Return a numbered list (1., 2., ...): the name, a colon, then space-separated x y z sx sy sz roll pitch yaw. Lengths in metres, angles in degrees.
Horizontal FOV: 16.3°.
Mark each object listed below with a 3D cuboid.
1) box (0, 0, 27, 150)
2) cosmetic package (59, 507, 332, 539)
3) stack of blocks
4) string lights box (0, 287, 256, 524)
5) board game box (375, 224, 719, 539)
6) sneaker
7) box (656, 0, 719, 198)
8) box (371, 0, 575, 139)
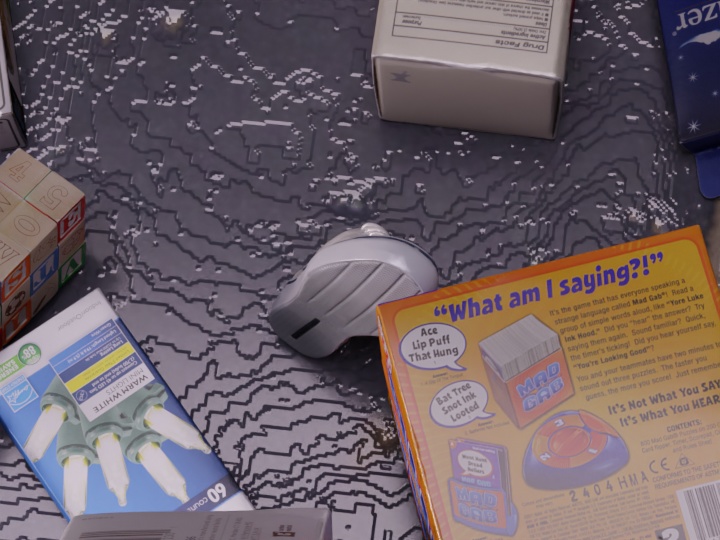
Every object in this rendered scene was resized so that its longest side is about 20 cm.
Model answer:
1. box: -0.301 -0.176 1.733 0.116 0.060 0.200 -11 70 -1
2. cosmetic package: -0.096 0.257 1.480 0.166 0.167 0.200 -2 100 2
3. stack of blocks: -0.263 0.030 1.629 0.059 0.115 0.200 34 62 13
4. string lights box: -0.153 0.123 1.621 0.103 0.059 0.200 -34 73 -10
5. board game box: 0.132 0.118 1.535 0.200 0.200 0.200 -14 71 -2
6. sneaker: 0.000 0.000 1.591 0.073 0.200 0.071 39 67 -13
7. box: 0.265 -0.158 1.692 0.121 0.032 0.200 -16 69 24
8. box: 0.084 -0.204 1.699 0.128 0.109 0.200 7 72 5
